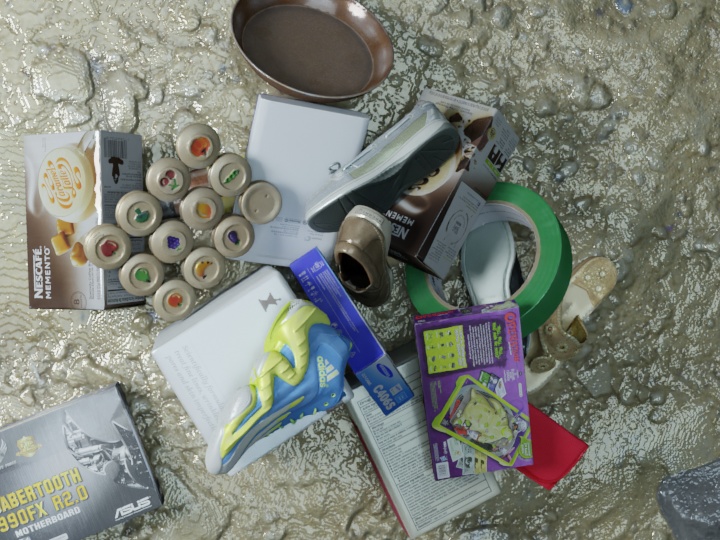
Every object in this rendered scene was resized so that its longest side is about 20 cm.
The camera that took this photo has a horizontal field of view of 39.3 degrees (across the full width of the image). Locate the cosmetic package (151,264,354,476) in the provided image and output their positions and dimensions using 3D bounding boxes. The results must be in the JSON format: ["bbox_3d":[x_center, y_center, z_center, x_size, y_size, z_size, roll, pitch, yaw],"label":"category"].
[{"bbox_3d":[-0.127,0.106,1.164,0.165,0.200,0.165,-32,96,-6],"label":"cosmetic package"}]

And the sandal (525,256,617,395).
[{"bbox_3d":[0.261,0.070,1.286,0.077,0.070,0.212,38,87,-8],"label":"sandal"}]

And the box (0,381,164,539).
[{"bbox_3d":[-0.357,0.244,1.212,0.199,0.048,0.159,-20,96,-7],"label":"box"}]

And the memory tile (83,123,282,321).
[{"bbox_3d":[-0.195,-0.051,1.131,0.200,0.017,0.153,-49,120,-5],"label":"memory tile"}]

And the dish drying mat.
[{"bbox_3d":[0.172,0.183,1.188,0.200,0.018,0.077,35,103,-14],"label":"dish drying mat"}]

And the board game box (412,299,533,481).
[{"bbox_3d":[0.129,0.138,1.146,0.119,0.032,0.201,-7,109,2],"label":"board game box"}]

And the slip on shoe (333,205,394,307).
[{"bbox_3d":[0.000,0.000,1.183,0.076,0.200,0.061,27,65,9],"label":"slip on shoe"}]

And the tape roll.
[{"bbox_3d":[0.153,-0.008,1.213,0.201,0.200,0.048,-53,142,-3],"label":"tape roll"}]

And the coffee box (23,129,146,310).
[{"bbox_3d":[-0.319,-0.057,1.167,0.114,0.080,0.201,1,93,26],"label":"coffee box"}]

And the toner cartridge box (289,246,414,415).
[{"bbox_3d":[-0.012,0.067,1.172,0.043,0.200,0.095,-34,137,0],"label":"toner cartridge box"}]

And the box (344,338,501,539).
[{"bbox_3d":[0.067,0.203,1.243,0.127,0.109,0.201,-25,96,-6],"label":"box"}]

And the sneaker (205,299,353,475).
[{"bbox_3d":[-0.075,0.135,1.034,0.105,0.076,0.201,31,86,-10],"label":"sneaker"}]

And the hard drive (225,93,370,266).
[{"bbox_3d":[-0.077,-0.100,1.191,0.131,0.025,0.201,7,115,-19],"label":"hard drive"}]

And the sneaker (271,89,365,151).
[{"bbox_3d":[-0.036,-0.149,1.237,0.070,0.076,0.200,-38,120,3],"label":"sneaker"}]

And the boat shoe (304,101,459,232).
[{"bbox_3d":[0.018,-0.117,1.167,0.202,0.074,0.065,-37,56,7],"label":"boat shoe"}]

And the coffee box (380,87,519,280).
[{"bbox_3d":[0.089,-0.105,1.215,0.080,0.113,0.201,37,79,-53],"label":"coffee box"}]

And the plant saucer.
[{"bbox_3d":[-0.059,-0.267,1.196,0.199,0.035,0.201,10,51,-13],"label":"plant saucer"}]

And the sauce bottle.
[{"bbox_3d":[-0.173,-0.100,1.216,0.199,0.066,0.066,-14,95,-8],"label":"sauce bottle"}]

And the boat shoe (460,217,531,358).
[{"bbox_3d":[0.174,0.021,1.275,0.075,0.060,0.201,-7,77,28],"label":"boat shoe"}]
